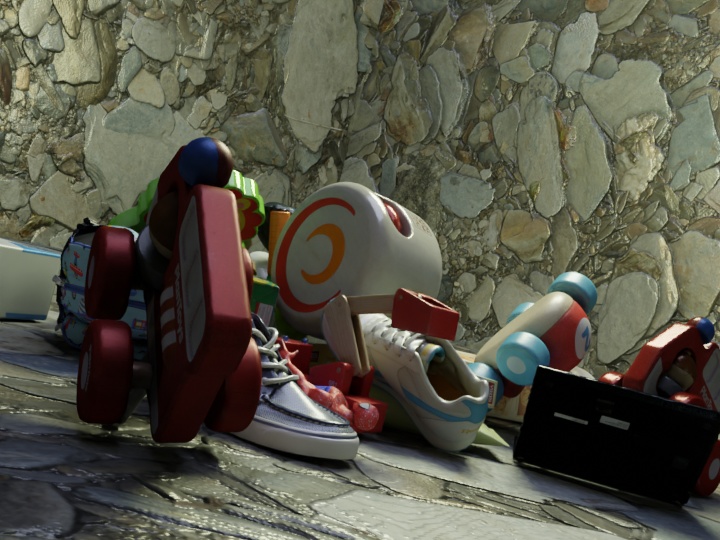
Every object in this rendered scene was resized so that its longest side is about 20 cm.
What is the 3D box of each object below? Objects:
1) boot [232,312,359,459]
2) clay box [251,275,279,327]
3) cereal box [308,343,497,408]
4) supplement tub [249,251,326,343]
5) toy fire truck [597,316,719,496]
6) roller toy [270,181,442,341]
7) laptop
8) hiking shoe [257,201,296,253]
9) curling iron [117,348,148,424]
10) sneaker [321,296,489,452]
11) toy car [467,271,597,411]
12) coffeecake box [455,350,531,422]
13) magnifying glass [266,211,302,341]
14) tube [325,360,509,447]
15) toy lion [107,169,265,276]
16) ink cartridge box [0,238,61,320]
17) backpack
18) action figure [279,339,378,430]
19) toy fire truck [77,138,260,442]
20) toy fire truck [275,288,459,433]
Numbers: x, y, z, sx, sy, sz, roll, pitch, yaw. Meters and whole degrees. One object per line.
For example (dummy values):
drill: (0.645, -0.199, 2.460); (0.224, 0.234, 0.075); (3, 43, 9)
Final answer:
boot: (-0.084, 0.084, 0.680); (0.199, 0.091, 0.073); (14, -1, 26)
clay box: (-0.132, 0.063, 0.944); (0.047, 0.116, 0.200); (15, 0, -9)
cereal box: (0.046, 0.126, 0.992); (0.199, 0.040, 0.143); (22, -18, -38)
supplement tub: (-0.105, 0.056, 1.159); (0.199, 0.146, 0.145); (14, -1, -20)
toy fire truck: (0.366, 0.145, 0.969); (0.112, 0.168, 0.200); (13, -34, 49)
roller toy: (0.000, 0.000, 0.993); (0.199, 0.184, 0.139); (-2, -18, 44)
laptop: (0.255, 0.164, 0.870); (0.176, 0.201, 0.103); (13, 38, 11)
hiking shoe: (-0.054, -0.033, 1.134); (0.199, 0.075, 0.087); (30, 19, -12)
curling iron: (-0.152, 0.046, 0.662); (0.049, 0.026, 0.201); (-3, 38, 13)
sneaker: (0.045, 0.084, 0.829); (0.200, 0.081, 0.076); (38, 48, 20)
toy car: (0.260, 0.143, 1.078); (0.200, 0.184, 0.177); (47, -43, 2)
coffeecake box: (0.149, 0.159, 1.225); (0.199, 0.074, 0.153); (14, 0, -21)
magnifying glass: (-0.105, 0.027, 1.047); (0.079, 0.202, 0.022); (0, 4, -33)
tube: (0.053, 0.144, 0.869); (0.199, 0.052, 0.058); (18, 42, -3)
toy lion: (-0.210, -0.049, 1.000); (0.199, 0.069, 0.192); (-11, -32, -1)
ink cartridge box: (-0.473, -0.008, 0.958); (0.199, 0.084, 0.145); (14, 0, 16)
backpack: (-0.228, 0.027, 0.878); (0.181, 0.135, 0.200); (15, -1, -19)
action figure: (-0.064, 0.106, 0.749); (0.199, 0.052, 0.066); (15, -40, 39)
toy fire truck: (-0.114, 0.006, 0.557); (0.111, 0.201, 0.168); (9, -42, -25)
toy fire truck: (-0.013, 0.077, 0.793); (0.199, 0.142, 0.049); (14, -1, 39)
